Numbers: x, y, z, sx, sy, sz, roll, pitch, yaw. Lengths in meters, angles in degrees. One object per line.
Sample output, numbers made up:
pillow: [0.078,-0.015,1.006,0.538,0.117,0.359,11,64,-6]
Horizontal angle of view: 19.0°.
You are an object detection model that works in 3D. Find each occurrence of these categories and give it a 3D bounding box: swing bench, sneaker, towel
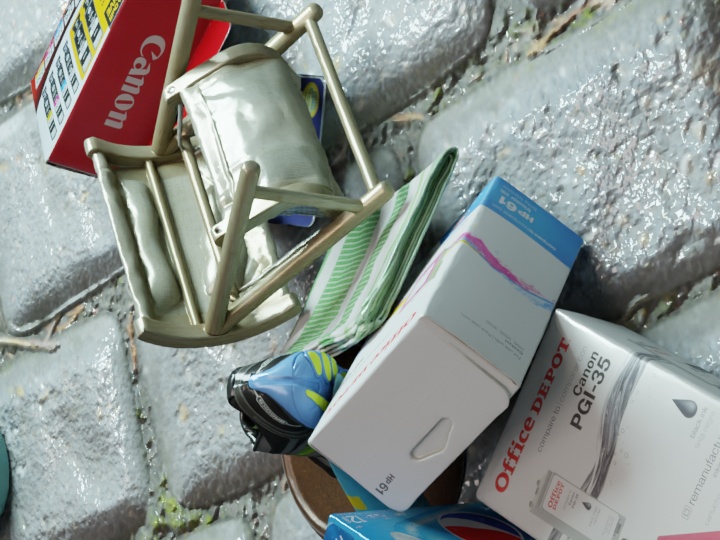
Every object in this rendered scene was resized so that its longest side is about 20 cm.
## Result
swing bench: [-0.100,-0.075,1.634,0.200,0.129,0.200,-52,44,38]
sneaker: [-0.042,0.101,1.548,0.082,0.200,0.071,-1,71,17]
towel: [0.000,0.000,1.574,0.153,0.023,0.200,-64,12,-23]

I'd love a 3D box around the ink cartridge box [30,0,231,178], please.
ink cartridge box: [-0.195,-0.181,1.799,0.201,0.083,0.176,-60,29,27]

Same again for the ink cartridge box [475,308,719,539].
ink cartridge box: [0.187,0.132,1.394,0.200,0.082,0.147,30,100,44]

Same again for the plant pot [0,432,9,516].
plant pot: [-0.431,0.195,2.030,0.200,0.160,0.202,-2,88,47]

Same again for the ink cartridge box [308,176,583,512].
ink cartridge box: [0.061,0.048,1.462,0.084,0.200,0.145,37,124,-5]

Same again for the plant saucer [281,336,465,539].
plant saucer: [0.000,0.129,1.654,0.199,0.034,0.202,-3,86,48]

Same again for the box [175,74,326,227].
box: [-0.087,-0.102,1.754,0.199,0.032,0.122,11,97,49]

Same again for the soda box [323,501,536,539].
soda box: [0.064,0.201,1.456,0.064,0.199,0.068,26,108,44]

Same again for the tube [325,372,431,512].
tube: [0.022,0.166,1.521,0.050,0.201,0.078,-18,38,16]
